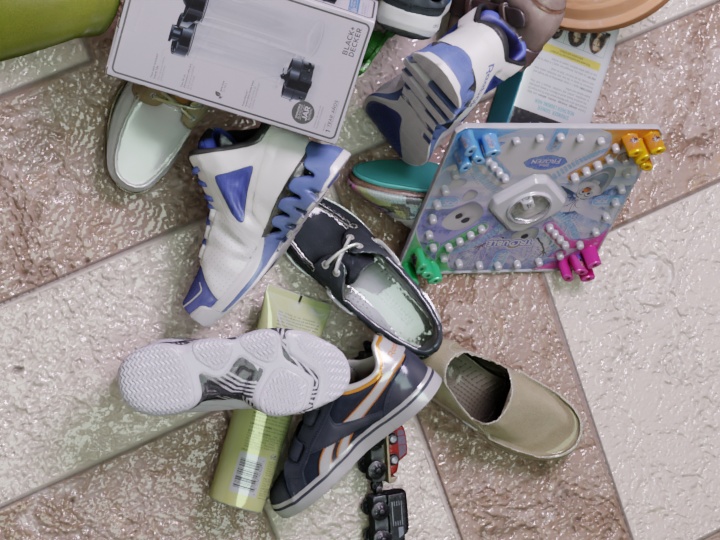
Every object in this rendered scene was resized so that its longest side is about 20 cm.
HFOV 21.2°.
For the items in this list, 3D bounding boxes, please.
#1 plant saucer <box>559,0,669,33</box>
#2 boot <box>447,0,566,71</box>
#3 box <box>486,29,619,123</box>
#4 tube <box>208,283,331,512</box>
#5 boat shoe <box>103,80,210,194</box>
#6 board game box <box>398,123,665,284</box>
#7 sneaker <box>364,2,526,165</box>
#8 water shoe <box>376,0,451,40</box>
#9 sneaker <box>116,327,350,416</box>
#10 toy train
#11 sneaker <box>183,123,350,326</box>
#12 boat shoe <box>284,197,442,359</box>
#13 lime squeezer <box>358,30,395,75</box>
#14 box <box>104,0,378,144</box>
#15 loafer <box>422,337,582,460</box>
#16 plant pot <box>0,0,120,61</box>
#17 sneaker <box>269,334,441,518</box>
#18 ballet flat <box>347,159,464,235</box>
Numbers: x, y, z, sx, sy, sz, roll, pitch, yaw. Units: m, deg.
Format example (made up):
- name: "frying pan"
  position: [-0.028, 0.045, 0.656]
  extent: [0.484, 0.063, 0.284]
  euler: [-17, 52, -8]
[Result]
- name: "plant saucer"
  position: [0.208, -0.314, 1.722]
  extent: [0.200, 0.032, 0.200]
  euler: [-2, 84, 17]
- name: "boot"
  position: [0.109, -0.276, 1.710]
  extent: [0.070, 0.200, 0.146]
  euler: [-7, 129, -37]
- name: "box"
  position: [0.189, -0.213, 1.781]
  extent: [0.082, 0.049, 0.200]
  euler: [18, 91, -20]
- name: "tube"
  position: [-0.083, 0.116, 1.728]
  extent: [0.052, 0.058, 0.200]
  euler: [17, 89, 10]
- name: "boat shoe"
  position: [-0.161, -0.159, 1.650]
  extent: [0.075, 0.068, 0.200]
  euler: [24, 88, -21]
- name: "board game box"
  position: [0.153, -0.055, 1.731]
  extent: [0.200, 0.026, 0.200]
  euler: [-2, 141, -20]
- name: "sneaker"
  position: [0.085, -0.165, 1.669]
  extent: [0.115, 0.199, 0.081]
  euler: [-36, 89, -20]
- name: "water shoe"
  position: [0.055, -0.259, 1.645]
  extent: [0.071, 0.200, 0.079]
  euler: [16, 114, -7]
- name: "sneaker"
  position: [-0.115, 0.087, 1.667]
  extent: [0.200, 0.115, 0.075]
  euler: [-2, 90, -12]
- name: "toy train"
  position: [0.022, 0.162, 1.777]
  extent: [0.046, 0.034, 0.200]
  euler: [-8, 100, -23]
- name: "sneaker"
  position: [-0.106, -0.060, 1.656]
  extent: [0.115, 0.081, 0.199]
  euler: [38, 116, 2]
- name: "boat shoe"
  position: [0.000, 0.000, 1.718]
  extent: [0.200, 0.060, 0.076]
  euler: [40, 85, -6]
- name: "lime squeezer"
  position: [-0.010, -0.207, 1.724]
  extent: [0.200, 0.038, 0.071]
  euler: [-19, 72, -16]
- name: "box"
  position: [-0.097, -0.192, 1.570]
  extent: [0.200, 0.060, 0.117]
  euler: [16, 115, -4]
- name: "loafer"
  position: [0.130, 0.126, 1.793]
  extent: [0.200, 0.068, 0.076]
  euler: [27, 87, -21]
- name: "plant pot"
  position: [-0.299, -0.248, 1.535]
  extent: [0.193, 0.200, 0.201]
  euler: [-6, 99, -30]
- name: "sneaker"
  position: [-0.024, 0.135, 1.715]
  extent: [0.079, 0.078, 0.200]
  euler: [43, 107, -11]
- name: "ballet flat"
  position: [0.084, -0.068, 1.760]
  extent: [0.200, 0.069, 0.071]
  euler: [-8, 126, -19]
